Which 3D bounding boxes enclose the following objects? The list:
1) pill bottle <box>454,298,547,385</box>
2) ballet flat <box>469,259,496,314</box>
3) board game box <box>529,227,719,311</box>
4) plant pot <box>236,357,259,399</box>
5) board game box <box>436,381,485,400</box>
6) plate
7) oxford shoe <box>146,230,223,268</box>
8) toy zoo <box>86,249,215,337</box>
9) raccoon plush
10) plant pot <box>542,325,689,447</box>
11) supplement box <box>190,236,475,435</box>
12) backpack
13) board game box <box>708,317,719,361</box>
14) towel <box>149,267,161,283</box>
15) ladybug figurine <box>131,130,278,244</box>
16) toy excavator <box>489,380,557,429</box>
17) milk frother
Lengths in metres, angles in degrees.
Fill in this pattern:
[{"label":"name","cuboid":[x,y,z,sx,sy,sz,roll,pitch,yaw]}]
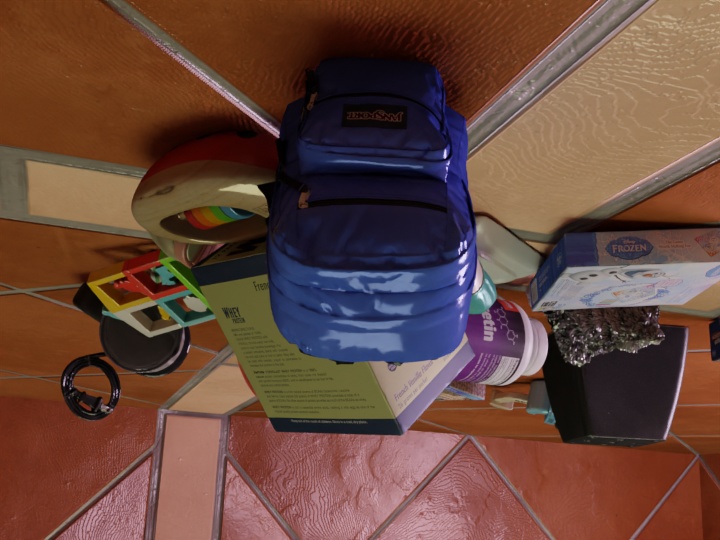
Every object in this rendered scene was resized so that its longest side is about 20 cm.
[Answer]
[{"label":"pill bottle","cuboid":[0.145,0.088,1.186,0.197,0.115,0.112,9,164,-30]},{"label":"ballet flat","cuboid":[0.078,-0.014,0.962,0.198,0.068,0.070,29,153,-19]},{"label":"board game box","cuboid":[0.313,0.002,1.064,0.195,0.044,0.200,-1,164,-2]},{"label":"plant pot","cuboid":[-0.045,0.090,1.210,0.197,0.205,0.177,-1,179,12]},{"label":"board game box","cuboid":[0.106,0.176,1.641,0.197,0.099,0.159,-6,162,30]},{"label":"plate","cuboid":[0.101,-0.012,1.098,0.197,0.033,0.199,-8,162,31]},{"label":"oxford shoe","cuboid":[-0.177,-0.029,1.057,0.073,0.072,0.200,24,172,20]},{"label":"toy zoo","cuboid":[-0.263,0.031,1.193,0.197,0.021,0.132,-16,136,25]},{"label":"raccoon plush","cuboid":[0.327,0.066,1.241,0.132,0.098,0.199,-17,156,32]},{"label":"plant pot","cuboid":[0.416,0.195,1.509,0.196,0.181,0.200,3,165,-5]},{"label":"supplement box","cuboid":[-0.028,0.041,0.911,0.198,0.202,0.134,-10,-158,46]},{"label":"backpack","cuboid":[0.002,-0.043,0.652,0.159,0.202,0.170,-1,134,5]},{"label":"board game box","cuboid":[0.636,0.088,1.306,0.196,0.063,0.200,2,164,-2]},{"label":"towel","cuboid":[-0.187,0.011,1.245,0.196,0.024,0.153,5,163,-7]},{"label":"ladybug figurine","cuboid":[-0.126,-0.076,0.830,0.198,0.073,0.135,-10,160,39]},{"label":"toy excavator","cuboid":[0.392,0.288,2.037,0.197,0.101,0.195,14,164,9]},{"label":"milk frother","cuboid":[-0.354,0.130,1.350,0.177,0.204,0.188,13,170,-4]}]
